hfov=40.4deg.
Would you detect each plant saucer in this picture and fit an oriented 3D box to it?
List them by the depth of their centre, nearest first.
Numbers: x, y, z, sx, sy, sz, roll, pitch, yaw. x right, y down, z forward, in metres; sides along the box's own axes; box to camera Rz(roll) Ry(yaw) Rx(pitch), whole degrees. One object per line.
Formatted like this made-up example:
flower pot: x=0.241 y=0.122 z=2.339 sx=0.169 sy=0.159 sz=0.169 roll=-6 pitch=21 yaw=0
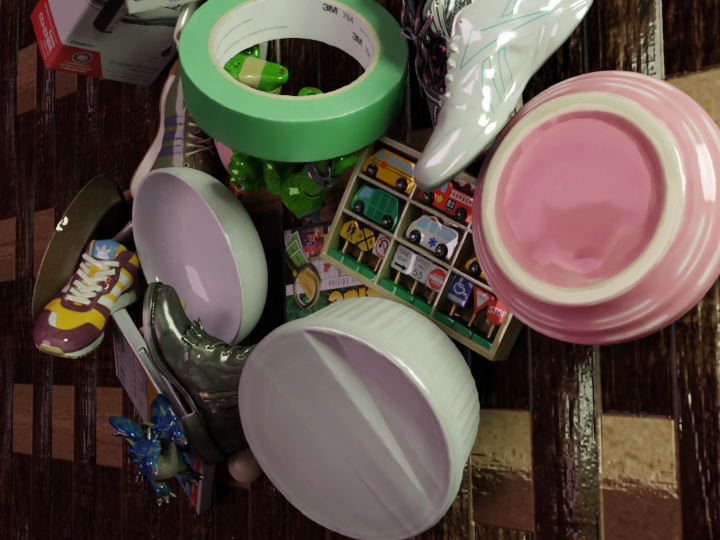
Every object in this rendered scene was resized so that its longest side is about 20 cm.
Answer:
plant saucer: x=0.163 y=-0.048 z=0.701 sx=0.200 sy=0.051 sz=0.202 roll=-6 pitch=80 yaw=33
plant saucer: x=-0.325 y=-0.016 z=1.164 sx=0.034 sy=0.200 sz=0.201 roll=23 pitch=109 yaw=3

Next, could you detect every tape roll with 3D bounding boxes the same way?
tape roll: x=-0.058 y=-0.181 z=0.861 sx=0.201 sy=0.200 sz=0.048 roll=55 pitch=155 yaw=32

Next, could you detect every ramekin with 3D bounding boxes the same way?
ramekin: x=0.006 y=0.114 z=0.806 sx=0.202 sy=0.094 sz=0.203 roll=15 pitch=121 yaw=27

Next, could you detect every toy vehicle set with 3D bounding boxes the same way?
toy vehicle set: x=0.063 y=-0.025 z=0.820 sx=0.200 sy=0.026 sz=0.125 roll=30 pitch=104 yaw=34

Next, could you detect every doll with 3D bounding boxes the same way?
doll: x=-0.160 y=0.131 z=1.018 sx=0.201 sy=0.048 sz=0.136 roll=60 pitch=144 yaw=8

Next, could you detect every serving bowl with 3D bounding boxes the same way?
serving bowl: x=-0.159 y=-0.017 z=1.028 sx=0.200 sy=0.066 sz=0.201 roll=27 pitch=128 yaw=41

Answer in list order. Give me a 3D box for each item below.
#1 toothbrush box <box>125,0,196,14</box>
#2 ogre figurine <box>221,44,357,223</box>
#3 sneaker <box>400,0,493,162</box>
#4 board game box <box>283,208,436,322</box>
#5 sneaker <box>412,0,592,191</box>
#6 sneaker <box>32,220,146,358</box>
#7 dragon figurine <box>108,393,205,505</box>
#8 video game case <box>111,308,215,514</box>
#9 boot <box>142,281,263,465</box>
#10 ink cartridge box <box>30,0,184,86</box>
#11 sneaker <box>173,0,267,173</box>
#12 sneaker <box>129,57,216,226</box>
toothbrush box: x=-0.200 y=-0.362 z=0.904 sx=0.200 sy=0.085 sz=0.147 roll=106 pitch=147 yaw=-68
ogre figurine: x=-0.076 y=-0.126 z=0.925 sx=0.199 sy=0.098 sz=0.120 roll=29 pitch=138 yaw=19
sneaker: x=0.069 y=-0.184 z=0.815 sx=0.080 sy=0.074 sz=0.201 roll=-18 pitch=76 yaw=43
board game box: x=0.000 y=0.000 z=0.915 sx=0.199 sy=0.023 sz=0.105 roll=-10 pitch=83 yaw=45
sneaker: x=0.092 y=-0.152 z=0.745 sx=0.080 sy=0.070 sz=0.201 roll=35 pitch=89 yaw=-3
sneaker: x=-0.293 y=0.015 z=1.067 sx=0.075 sy=0.200 sz=0.090 roll=16 pitch=120 yaw=5
dragon figurine: x=-0.204 y=0.157 z=0.944 sx=0.200 sy=0.059 sz=0.100 roll=30 pitch=141 yaw=59
video game case: x=-0.216 y=0.155 z=1.064 sx=0.200 sy=0.017 sz=0.143 roll=54 pitch=152 yaw=23
boot: x=-0.096 y=0.078 z=0.919 sx=0.173 sy=0.069 sz=0.201 roll=-22 pitch=96 yaw=11
ink cartridge box: x=-0.261 y=-0.311 z=1.113 sx=0.200 sy=0.144 sz=0.084 roll=-40 pitch=62 yaw=38
sneaker: x=-0.147 y=-0.198 z=1.015 sx=0.075 sy=0.104 sz=0.201 roll=-3 pitch=85 yaw=35
sneaker: x=-0.186 y=-0.139 z=1.089 sx=0.090 sy=0.067 sz=0.201 roll=41 pitch=117 yaw=30
